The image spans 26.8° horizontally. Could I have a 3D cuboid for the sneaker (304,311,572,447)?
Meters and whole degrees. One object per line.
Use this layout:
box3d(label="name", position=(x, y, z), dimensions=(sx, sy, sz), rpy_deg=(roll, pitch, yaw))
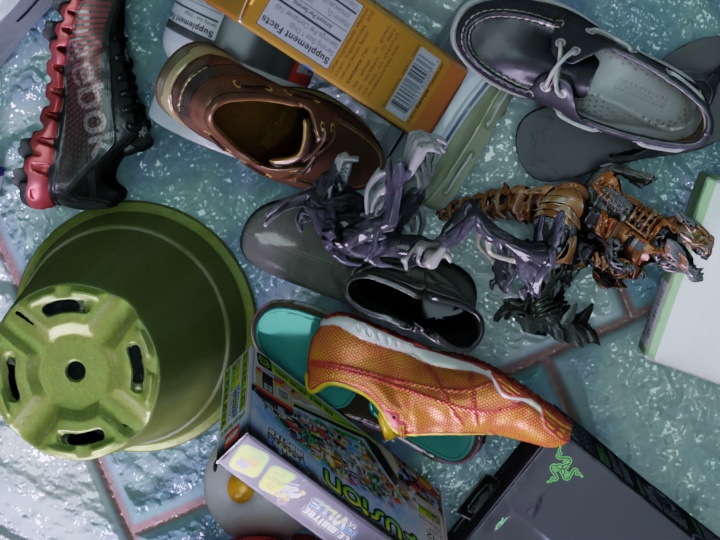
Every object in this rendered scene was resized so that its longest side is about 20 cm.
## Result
box3d(label="sneaker", position=(0.055, 0.093, 1.092), dimensions=(0.198, 0.073, 0.078), rpy_deg=(19, 90, 8))

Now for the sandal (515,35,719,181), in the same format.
box3d(label="sandal", position=(0.214, -0.114, 1.129), dimensions=(0.198, 0.043, 0.077), rpy_deg=(-23, 95, 7))

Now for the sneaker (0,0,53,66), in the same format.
box3d(label="sneaker", position=(-0.302, -0.193, 1.157), dimensions=(0.200, 0.073, 0.071), rpy_deg=(-43, 77, 2))

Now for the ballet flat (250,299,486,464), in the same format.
box3d(label="ballet flat", position=(0.008, 0.082, 1.157), dimensions=(0.198, 0.071, 0.070), rpy_deg=(28, 105, 0))

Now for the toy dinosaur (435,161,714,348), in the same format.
box3d(label="toy dinosaur", position=(0.158, -0.018, 1.130), dimensions=(0.199, 0.102, 0.138), rpy_deg=(16, 95, 40))

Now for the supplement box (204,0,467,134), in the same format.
box3d(label="supplement box", position=(-0.017, -0.164, 1.045), dimensions=(0.199, 0.066, 0.069), rpy_deg=(31, 94, -42))

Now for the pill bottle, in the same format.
box3d(label="pill bottle", position=(-0.077, -0.190, 1.108), dimensions=(0.115, 0.116, 0.202), rpy_deg=(22, 99, 2))

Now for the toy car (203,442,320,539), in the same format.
box3d(label="toy car", position=(-0.077, 0.187, 1.139), dimensions=(0.182, 0.177, 0.203), rpy_deg=(-8, 84, 17))

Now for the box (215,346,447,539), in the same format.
box3d(label="box", position=(-0.017, 0.151, 1.098), dimensions=(0.199, 0.110, 0.035), rpy_deg=(39, 112, -22))

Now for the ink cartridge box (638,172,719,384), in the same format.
box3d(label="ink cartridge box", position=(0.327, 0.027, 1.135), dimensions=(0.198, 0.048, 0.147), rpy_deg=(19, 98, 2))

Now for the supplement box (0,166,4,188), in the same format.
box3d(label="supplement box", position=(-0.392, -0.056, 1.157), dimensions=(0.198, 0.101, 0.105), rpy_deg=(18, 99, 3))

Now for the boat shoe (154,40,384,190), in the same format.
box3d(label="boat shoe", position=(-0.053, -0.093, 1.056), dimensions=(0.072, 0.199, 0.068), rpy_deg=(-57, 45, 12))

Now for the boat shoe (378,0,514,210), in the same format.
box3d(label="boat shoe", position=(0.084, -0.139, 1.134), dimensions=(0.062, 0.072, 0.201), rpy_deg=(29, 100, -34))

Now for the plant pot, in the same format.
box3d(label="plant pot", position=(-0.187, 0.056, 1.110), dimensions=(0.197, 0.190, 0.203), rpy_deg=(1, 96, 5))

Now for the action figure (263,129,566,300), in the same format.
box3d(label="action figure", position=(0.037, -0.045, 1.051), dimensions=(0.197, 0.119, 0.103), rpy_deg=(14, 95, -5))

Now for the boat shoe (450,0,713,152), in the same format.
box3d(label="boat shoe", position=(0.158, -0.137, 1.068), dimensions=(0.198, 0.060, 0.074), rpy_deg=(24, 106, -10))

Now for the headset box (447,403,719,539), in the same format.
box3d(label="headset box", position=(0.161, 0.228, 1.152), dimensions=(0.199, 0.093, 0.175), rpy_deg=(39, 98, 0))

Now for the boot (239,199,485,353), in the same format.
box3d(label="boot", position=(0.000, 0.000, 1.117), dimensions=(0.198, 0.131, 0.069), rpy_deg=(19, 98, 2))

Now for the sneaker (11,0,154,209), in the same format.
box3d(label="sneaker", position=(-0.197, -0.137, 1.147), dimensions=(0.097, 0.071, 0.203), rpy_deg=(14, 100, 3))
